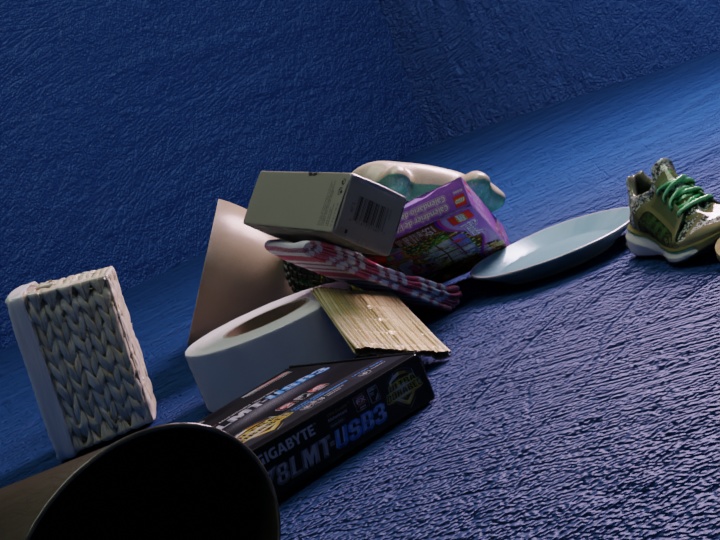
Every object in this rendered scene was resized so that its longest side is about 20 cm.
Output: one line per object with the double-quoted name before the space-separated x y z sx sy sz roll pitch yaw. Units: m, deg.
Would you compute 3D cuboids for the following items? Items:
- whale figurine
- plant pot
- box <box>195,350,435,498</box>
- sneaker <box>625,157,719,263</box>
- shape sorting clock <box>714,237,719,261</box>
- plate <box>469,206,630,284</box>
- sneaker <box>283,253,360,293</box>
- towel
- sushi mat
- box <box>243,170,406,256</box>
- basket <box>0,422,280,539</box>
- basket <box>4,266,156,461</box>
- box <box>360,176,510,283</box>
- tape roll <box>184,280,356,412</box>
"whale figurine" 0.071 -0.071 1.449 0.198 0.105 0.159 -2 -20 26
"plant pot" -0.150 0.017 1.632 0.133 0.202 0.200 13 4 -7
"box" -0.070 0.135 1.018 0.199 0.050 0.198 -27 10 -36
"sneaker" 0.298 -0.061 1.135 0.076 0.089 0.200 -24 8 -14
"shape sorting clock" 0.377 -0.036 0.934 0.198 0.040 0.200 -21 7 3
"plate" 0.218 -0.022 1.340 0.199 0.026 0.200 -22 7 3
"sneaker" -0.031 0.004 1.524 0.085 0.079 0.200 -16 39 -35
"towel" 0.000 0.000 1.343 0.199 0.030 0.146 21 -7 -22
"sushi mat" 0.015 0.050 1.189 0.095 0.012 0.200 6 14 -16
"box" -0.042 -0.064 1.309 0.082 0.069 0.199 22 -7 -34
"basket" -0.169 0.178 0.708 0.199 0.137 0.180 -19 15 49
"basket" -0.325 0.102 1.418 0.122 0.202 0.136 -17 7 -7
"box" 0.088 -0.035 1.393 0.136 0.039 0.200 -24 -22 14
"tape roll" -0.091 0.083 1.335 0.201 0.071 0.202 -23 7 3
